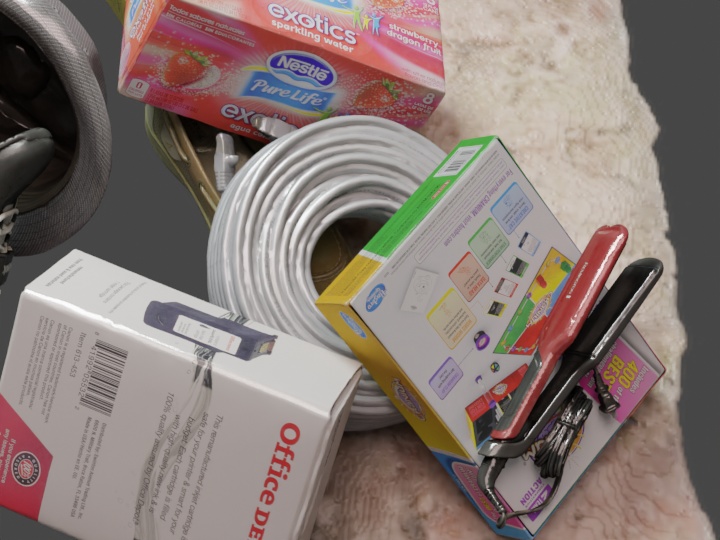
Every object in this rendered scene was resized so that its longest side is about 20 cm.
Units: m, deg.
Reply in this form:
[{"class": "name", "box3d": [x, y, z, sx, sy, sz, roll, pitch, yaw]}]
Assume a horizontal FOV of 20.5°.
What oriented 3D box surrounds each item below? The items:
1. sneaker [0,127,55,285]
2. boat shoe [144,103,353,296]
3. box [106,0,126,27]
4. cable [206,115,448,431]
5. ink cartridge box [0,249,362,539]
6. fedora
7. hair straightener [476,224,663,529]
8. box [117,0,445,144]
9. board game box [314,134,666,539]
[{"class": "sneaker", "box3d": [-0.251, -0.004, 1.273, 0.200, 0.074, 0.089, -44, 83, 14]}, {"class": "boat shoe", "box3d": [-0.077, -0.061, 1.337, 0.073, 0.063, 0.201, -31, 68, -18]}, {"class": "box", "box3d": [-0.158, -0.228, 1.432, 0.075, 0.050, 0.201, -26, 65, -16]}, {"class": "cable", "box3d": [0.000, 0.000, 1.273, 0.198, 0.069, 0.202, 8, 75, -16]}, {"class": "ink cartridge box", "box3d": [-0.114, 0.097, 1.199, 0.199, 0.146, 0.084, 21, 23, 8]}, {"class": "fedora", "box3d": [-0.230, -0.119, 1.332, 0.200, 0.177, 0.090, 50, 33, -2]}, {"class": "hair straightener", "box3d": [0.134, 0.074, 1.218, 0.077, 0.041, 0.201, 37, 71, -25]}, {"class": "box", "box3d": [-0.051, -0.151, 1.324, 0.199, 0.095, 0.103, 18, 45, -20]}, {"class": "board game box", "box3d": [0.085, 0.042, 1.237, 0.153, 0.040, 0.200, -47, 112, -24]}]
